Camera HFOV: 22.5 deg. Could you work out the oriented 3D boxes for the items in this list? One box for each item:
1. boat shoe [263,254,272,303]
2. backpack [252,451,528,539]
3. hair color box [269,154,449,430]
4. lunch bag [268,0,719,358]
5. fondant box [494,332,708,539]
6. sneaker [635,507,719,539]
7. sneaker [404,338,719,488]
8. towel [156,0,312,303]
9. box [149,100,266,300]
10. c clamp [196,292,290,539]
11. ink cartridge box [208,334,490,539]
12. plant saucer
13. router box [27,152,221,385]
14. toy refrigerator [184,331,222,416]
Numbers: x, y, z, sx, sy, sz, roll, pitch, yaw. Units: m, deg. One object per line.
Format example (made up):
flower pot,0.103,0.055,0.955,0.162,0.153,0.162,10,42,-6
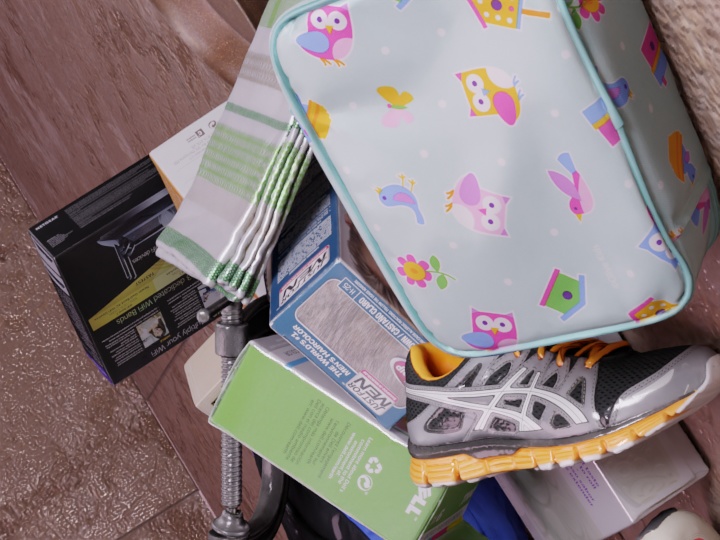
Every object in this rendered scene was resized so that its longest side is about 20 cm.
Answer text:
boat shoe,-0.046,-0.026,1.227,0.075,0.062,0.200,37,-152,-27
backpack,0.039,0.170,1.286,0.200,0.168,0.163,39,162,48
hair color box,0.000,0.000,1.094,0.100,0.060,0.200,42,-162,-19
lunch bag,0.057,-0.063,0.802,0.160,0.077,0.200,-14,113,35
fondant box,0.118,0.090,1.082,0.145,0.058,0.200,57,164,9
sneaker,0.223,0.218,0.997,0.093,0.070,0.200,-4,115,54
sneaker,0.097,0.062,0.941,0.199,0.078,0.078,-16,88,37
towel,-0.063,-0.088,1.088,0.031,0.201,0.149,22,-179,-25
box,-0.056,-0.018,1.359,0.200,0.097,0.125,51,169,29
c clamp,-0.077,0.098,1.167,0.171,0.027,0.201,-45,-44,-69
ink cartridge box,0.019,0.112,1.087,0.200,0.059,0.104,32,-167,15
plant saucer,-0.109,-0.201,1.268,0.200,0.037,0.201,45,166,14
router box,-0.161,-0.019,1.521,0.052,0.200,0.158,41,157,42
toy refrigerator,-0.041,0.119,1.457,0.200,0.076,0.070,38,-166,-29
